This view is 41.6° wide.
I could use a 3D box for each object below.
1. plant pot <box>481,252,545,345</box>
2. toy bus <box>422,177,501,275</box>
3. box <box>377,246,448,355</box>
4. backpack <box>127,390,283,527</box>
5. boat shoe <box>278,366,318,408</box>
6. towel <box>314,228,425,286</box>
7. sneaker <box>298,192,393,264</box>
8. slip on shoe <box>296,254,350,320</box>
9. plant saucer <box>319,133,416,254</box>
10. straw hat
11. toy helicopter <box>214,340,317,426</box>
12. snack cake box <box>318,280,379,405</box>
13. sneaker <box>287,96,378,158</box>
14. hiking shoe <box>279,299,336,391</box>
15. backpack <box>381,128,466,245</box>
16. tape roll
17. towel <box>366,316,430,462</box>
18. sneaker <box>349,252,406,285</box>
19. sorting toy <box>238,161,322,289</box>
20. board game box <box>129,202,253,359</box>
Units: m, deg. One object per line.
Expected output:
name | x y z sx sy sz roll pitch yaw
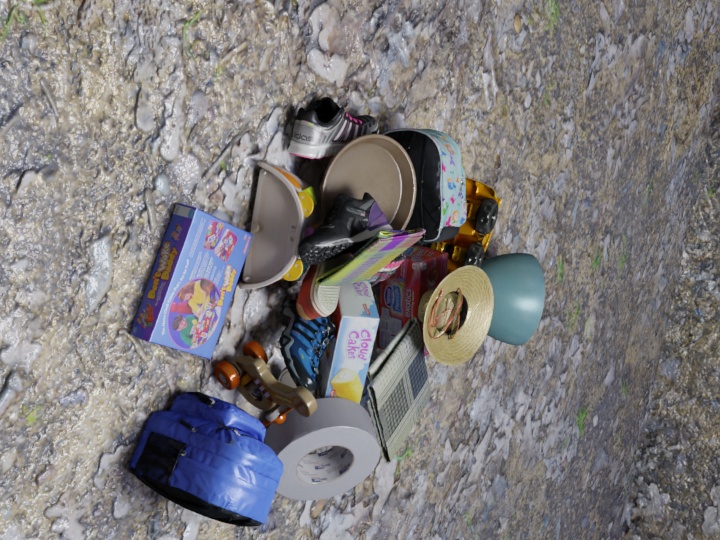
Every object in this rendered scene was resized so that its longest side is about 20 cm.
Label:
plant pot | 0.291 0.054 2.051 0.133 0.200 0.203 8 97 -18
toy bus | 0.210 -0.079 1.935 0.192 0.134 0.202 9 98 -70
box | 0.100 0.058 1.840 0.095 0.099 0.203 -19 117 -48
backpack | -0.216 0.281 1.407 0.162 0.198 0.170 34 76 -52
boat shoe | -0.104 0.233 1.667 0.057 0.066 0.202 -62 152 -49
towel | 0.019 -0.023 1.531 0.143 0.023 0.200 -37 169 23
sneaker | -0.038 -0.071 1.480 0.199 0.075 0.088 -18 80 -51
slip on shoe | -0.063 0.009 1.575 0.074 0.061 0.201 51 31 -25
plant saucer | 0.010 -0.126 1.575 0.198 0.029 0.203 -10 108 -35
straw hat | 0.154 0.074 1.763 0.200 0.085 0.204 -15 112 -43
toy helicopter | -0.135 0.197 1.485 0.079 0.199 0.134 -34 118 -33
snack cake box | -0.025 0.128 1.636 0.066 0.116 0.202 5 123 -11
sneaker | -0.038 -0.243 1.563 0.199 0.073 0.088 -20 124 -43
hiking shoe | -0.082 0.110 1.541 0.201 0.086 0.075 -100 168 -46
backpack | 0.101 -0.155 1.701 0.150 0.176 0.203 -17 105 -52
tape roll | -0.068 0.311 1.638 0.198 0.067 0.202 -11 135 -11
towel | 0.068 0.218 1.738 0.200 0.034 0.194 -51 139 -44
sneaker | 0.000 0.000 1.708 0.199 0.081 0.075 -8 140 -44
sorting toy | -0.104 -0.067 1.543 0.180 0.106 0.203 -14 115 -72
board game box | -0.246 0.018 1.401 0.134 0.044 0.202 26 81 -54
